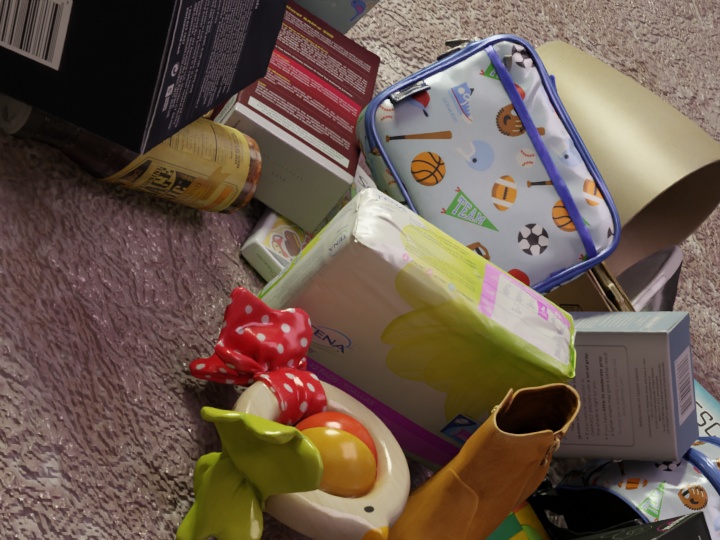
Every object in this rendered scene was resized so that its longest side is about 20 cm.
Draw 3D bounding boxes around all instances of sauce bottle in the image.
[{"bbox_3d":[-0.159,-0.088,1.392,0.199,0.066,0.066,15,48,-41],"label":"sauce bottle"}]

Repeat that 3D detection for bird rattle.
[{"bbox_3d":[-0.044,0.114,1.313,0.163,0.113,0.200,31,24,-10],"label":"bird rattle"}]

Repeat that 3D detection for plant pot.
[{"bbox_3d":[0.217,-0.111,1.878,0.200,0.187,0.187,52,27,20],"label":"plant pot"}]

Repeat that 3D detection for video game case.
[{"bbox_3d":[0.000,0.000,1.576,0.182,0.023,0.200,48,30,-13],"label":"video game case"}]

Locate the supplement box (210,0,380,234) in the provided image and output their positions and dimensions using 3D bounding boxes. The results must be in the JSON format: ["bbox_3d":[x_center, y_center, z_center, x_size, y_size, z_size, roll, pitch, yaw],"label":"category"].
[{"bbox_3d":[-0.053,-0.127,1.565,0.109,0.061,0.200,33,33,-13],"label":"supplement box"}]

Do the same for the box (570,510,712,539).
[{"bbox_3d":[0.140,0.258,1.340,0.200,0.148,0.125,-18,88,-48],"label":"box"}]

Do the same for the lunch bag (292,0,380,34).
[{"bbox_3d":[-0.057,-0.296,1.642,0.200,0.170,0.122,35,27,-31],"label":"lunch bag"}]

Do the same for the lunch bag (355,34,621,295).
[{"bbox_3d":[0.096,-0.074,1.501,0.201,0.160,0.076,64,-10,2],"label":"lunch bag"}]

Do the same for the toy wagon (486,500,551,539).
[{"bbox_3d":[0.086,0.228,1.455,0.156,0.040,0.200,59,29,7],"label":"toy wagon"}]

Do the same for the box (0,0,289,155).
[{"bbox_3d":[-0.172,-0.191,1.333,0.199,0.124,0.197,24,29,13],"label":"box"}]

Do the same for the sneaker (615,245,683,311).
[{"bbox_3d":[0.259,0.067,1.824,0.099,0.071,0.200,51,48,-16],"label":"sneaker"}]

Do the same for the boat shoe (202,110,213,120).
[{"bbox_3d":[-0.139,-0.191,1.518,0.072,0.068,0.201,21,45,-47],"label":"boat shoe"}]

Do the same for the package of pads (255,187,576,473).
[{"bbox_3d":[0.037,0.046,1.419,0.200,0.155,0.068,31,39,-18],"label":"package of pads"}]

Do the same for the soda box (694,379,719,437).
[{"bbox_3d":[0.263,0.138,1.664,0.068,0.064,0.200,-27,60,-30],"label":"soda box"}]

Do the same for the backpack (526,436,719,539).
[{"bbox_3d":[0.242,0.215,1.524,0.200,0.154,0.190,57,-8,-1],"label":"backpack"}]

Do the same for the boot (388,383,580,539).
[{"bbox_3d":[0.060,0.151,1.349,0.071,0.144,0.201,43,45,17],"label":"boot"}]

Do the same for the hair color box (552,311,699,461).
[{"bbox_3d":[0.145,0.084,1.503,0.061,0.199,0.099,-30,117,-62],"label":"hair color box"}]

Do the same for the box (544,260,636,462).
[{"bbox_3d":[0.178,0.062,1.616,0.021,0.200,0.164,-24,70,-19],"label":"box"}]
